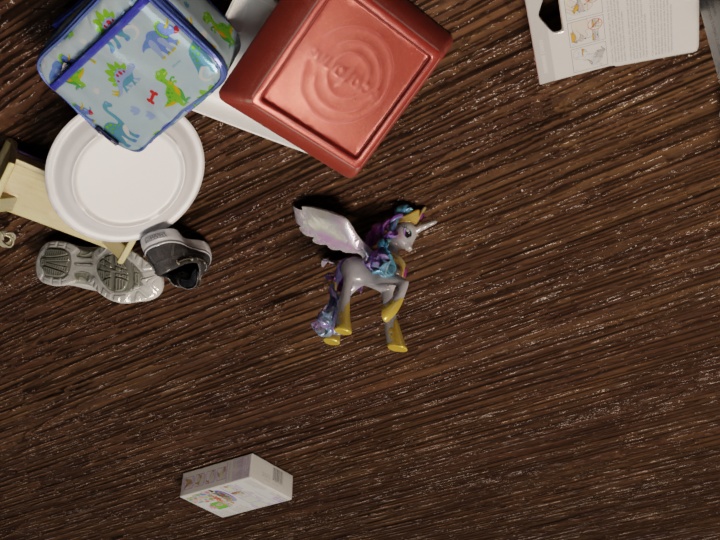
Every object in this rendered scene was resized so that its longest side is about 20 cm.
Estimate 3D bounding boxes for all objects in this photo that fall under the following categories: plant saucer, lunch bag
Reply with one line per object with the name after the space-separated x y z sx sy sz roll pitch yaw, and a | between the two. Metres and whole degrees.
-0.019 -0.213 1.047 0.198 0.037 0.201 28 108 -34 | plant saucer
-0.242 -0.232 1.047 0.199 0.083 0.161 -26 122 35 | lunch bag

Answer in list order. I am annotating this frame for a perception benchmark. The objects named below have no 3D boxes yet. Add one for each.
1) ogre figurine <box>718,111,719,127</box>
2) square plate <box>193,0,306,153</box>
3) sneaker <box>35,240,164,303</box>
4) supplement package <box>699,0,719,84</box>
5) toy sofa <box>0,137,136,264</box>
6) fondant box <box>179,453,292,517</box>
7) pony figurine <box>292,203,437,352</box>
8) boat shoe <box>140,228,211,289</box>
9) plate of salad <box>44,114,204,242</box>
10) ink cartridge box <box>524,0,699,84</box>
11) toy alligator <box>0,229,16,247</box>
0.514 -0.147 1.159 0.197 0.099 0.121 -10 140 -16 | ogre figurine
-0.083 -0.224 1.119 0.197 0.029 0.198 17 141 -23 | square plate
-0.357 -0.001 1.395 0.197 0.079 0.099 14 180 19 | sneaker
0.469 -0.246 0.969 0.150 0.154 0.199 30 136 -35 | supplement package
-0.383 -0.096 1.278 0.198 0.098 0.083 23 115 -28 | toy sofa
-0.264 0.461 2.082 0.198 0.059 0.144 -21 140 27 | fondant box
0.000 0.000 1.330 0.190 0.203 0.167 3 156 25 | pony figurine
-0.244 -0.006 1.339 0.069 0.067 0.200 -20 170 0 | boat shoe
-0.292 -0.126 1.214 0.197 0.048 0.202 -15 129 -19 | plate of salad
0.255 -0.293 1.000 0.173 0.045 0.201 -9 144 13 | ink cartridge box
-0.533 -0.098 1.292 0.054 0.059 0.201 32 163 34 | toy alligator
